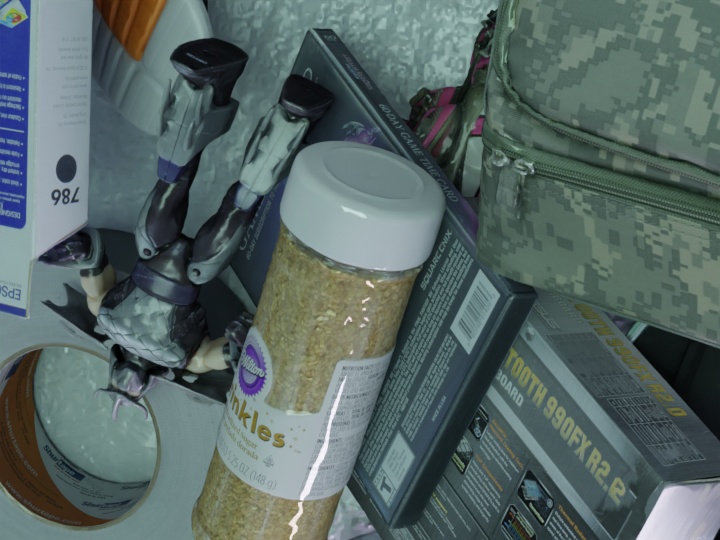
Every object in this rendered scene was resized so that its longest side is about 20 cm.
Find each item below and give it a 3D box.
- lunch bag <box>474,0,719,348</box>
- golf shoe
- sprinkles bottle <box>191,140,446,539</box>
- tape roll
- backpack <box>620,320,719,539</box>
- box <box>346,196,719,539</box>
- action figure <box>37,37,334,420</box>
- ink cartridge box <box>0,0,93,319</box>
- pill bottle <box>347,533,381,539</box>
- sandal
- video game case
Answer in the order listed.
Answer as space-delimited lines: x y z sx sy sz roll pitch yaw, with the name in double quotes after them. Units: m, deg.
0.147 -0.071 0.640 0.200 0.139 0.168 20 124 25 "lunch bag"
0.087 -0.081 0.785 0.092 0.073 0.200 36 119 -13 "golf shoe"
-0.022 0.044 0.730 0.068 0.068 0.200 22 117 9 "sprinkles bottle"
-0.146 0.081 0.888 0.200 0.066 0.201 4 105 15 "tape roll"
0.187 0.085 0.748 0.177 0.151 0.200 23 122 14 "backpack"
0.067 0.086 0.735 0.200 0.048 0.159 52 131 42 "box"
-0.087 -0.009 0.779 0.130 0.069 0.200 24 113 -3 "action figure"
-0.170 -0.084 0.749 0.099 0.039 0.200 13 103 35 "ink cartridge box"
-0.064 0.219 0.879 0.200 0.110 0.110 -26 96 20 "pill bottle"
-0.122 -0.159 0.825 0.079 0.059 0.207 -49 67 31 "sandal"
0.000 0.000 0.772 0.200 0.019 0.143 57 135 39 "video game case"
